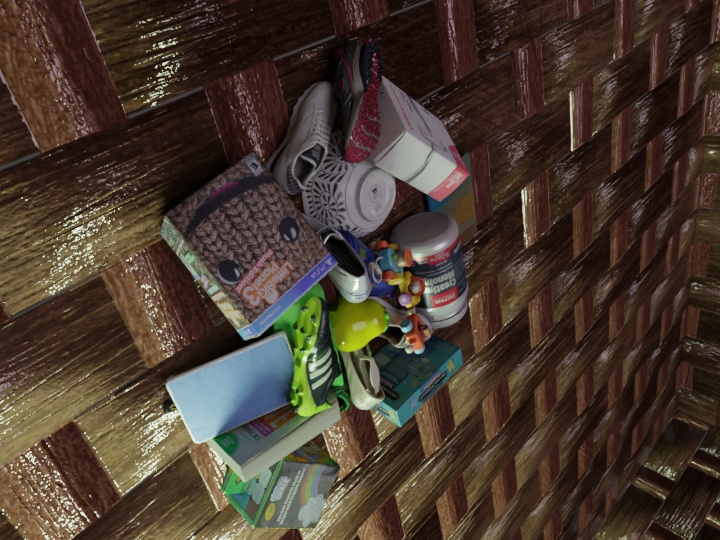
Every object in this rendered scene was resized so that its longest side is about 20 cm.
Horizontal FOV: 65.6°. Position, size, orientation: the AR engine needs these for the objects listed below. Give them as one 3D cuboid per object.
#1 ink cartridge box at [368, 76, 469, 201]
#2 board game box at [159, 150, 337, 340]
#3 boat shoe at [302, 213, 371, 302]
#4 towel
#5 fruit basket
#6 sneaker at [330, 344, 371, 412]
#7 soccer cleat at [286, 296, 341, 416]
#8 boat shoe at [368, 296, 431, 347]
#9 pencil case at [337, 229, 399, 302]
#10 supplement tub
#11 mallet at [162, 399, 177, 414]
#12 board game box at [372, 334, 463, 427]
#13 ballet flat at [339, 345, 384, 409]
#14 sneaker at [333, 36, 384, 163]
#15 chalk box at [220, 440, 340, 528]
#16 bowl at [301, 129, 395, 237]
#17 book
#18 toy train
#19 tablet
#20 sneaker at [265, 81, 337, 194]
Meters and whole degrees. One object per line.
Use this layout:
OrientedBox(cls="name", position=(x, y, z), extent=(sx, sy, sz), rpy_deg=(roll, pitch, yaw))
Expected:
OrientedBox(cls="ink cartridge box", position=(0.088, -0.229, 0.987), extent=(0.082, 0.149, 0.197), rpy_deg=(-38, 145, 27))
OrientedBox(cls="board game box", position=(-0.160, -0.033, 0.800), extent=(0.159, 0.096, 0.202), rpy_deg=(-42, 99, -25))
OrientedBox(cls="boat shoe", position=(-0.049, -0.039, 0.890), extent=(0.073, 0.199, 0.068), rpy_deg=(-35, 153, -27))
OrientedBox(cls="towel", position=(0.200, -0.137, 1.227), extent=(0.145, 0.021, 0.204), rpy_deg=(-36, 128, -29))
OrientedBox(cls="fruit basket", position=(-0.058, 0.087, 0.956), extent=(0.210, 0.155, 0.222), rpy_deg=(-11, 116, -25))
OrientedBox(cls="sneaker", position=(-0.037, 0.228, 1.077), extent=(0.201, 0.082, 0.075), rpy_deg=(-49, 131, -21))
OrientedBox(cls="soccer cleat", position=(-0.066, 0.133, 0.876), extent=(0.079, 0.067, 0.206), rpy_deg=(-5, 115, -33))
OrientedBox(cls="boat shoe", position=(0.071, 0.115, 1.073), extent=(0.198, 0.070, 0.071), rpy_deg=(29, 39, -41))
OrientedBox(cls="pencil case", position=(0.000, 0.000, 1.020), extent=(0.199, 0.085, 0.080), rpy_deg=(39, 48, -55))
OrientedBox(cls="supplement tub", position=(0.144, -0.001, 1.133), extent=(0.139, 0.139, 0.204), rpy_deg=(-36, 126, -29))
OrientedBox(cls="mallet", position=(-0.223, 0.209, 0.920), extent=(0.196, 0.041, 0.068), rpy_deg=(-19, 100, -34))
OrientedBox(cls="board game box", position=(0.092, 0.208, 1.147), extent=(0.198, 0.149, 0.048), rpy_deg=(-37, 127, -28))
OrientedBox(cls="ballet flat", position=(-0.003, 0.154, 1.037), extent=(0.068, 0.069, 0.206), rpy_deg=(-13, 83, -39))
OrientedBox(cls="sneaker", position=(-0.009, -0.266, 0.890), extent=(0.080, 0.073, 0.206), rpy_deg=(35, 58, -60))
OrientedBox(cls="chalk box", position=(-0.156, 0.361, 0.982), extent=(0.198, 0.122, 0.127), rpy_deg=(28, 86, -44))
OrientedBox(cls="bowl", position=(0.001, -0.139, 0.981), extent=(0.197, 0.093, 0.207), rpy_deg=(-16, 115, -38))
OrientedBox(cls="book", position=(-0.149, 0.257, 0.945), extent=(0.197, 0.132, 0.049), rpy_deg=(-27, 122, -35))
OrientedBox(cls="toy train", position=(0.084, 0.041, 1.002), extent=(0.203, 0.054, 0.152), rpy_deg=(61, 24, -27))
OrientedBox(cls="tablet", position=(-0.191, 0.186, 0.883), extent=(0.195, 0.014, 0.133), rpy_deg=(-22, 118, -10))
OrientedBox(cls="sneaker", position=(-0.076, -0.211, 0.890), extent=(0.076, 0.079, 0.205), rpy_deg=(32, 75, -39))
